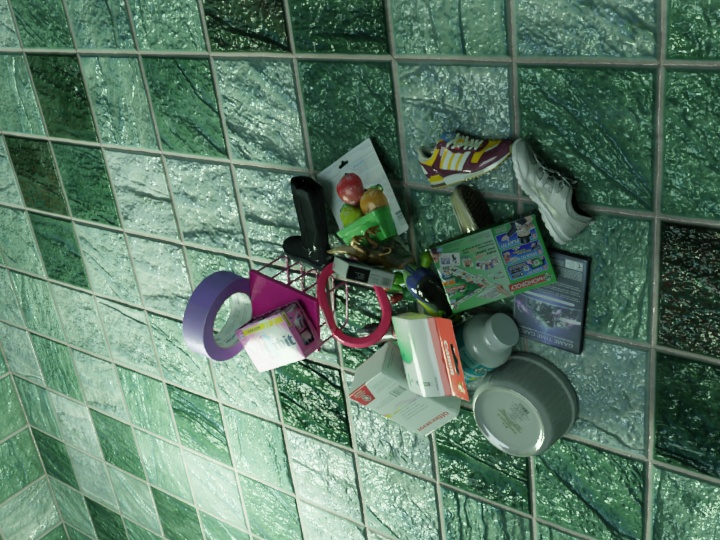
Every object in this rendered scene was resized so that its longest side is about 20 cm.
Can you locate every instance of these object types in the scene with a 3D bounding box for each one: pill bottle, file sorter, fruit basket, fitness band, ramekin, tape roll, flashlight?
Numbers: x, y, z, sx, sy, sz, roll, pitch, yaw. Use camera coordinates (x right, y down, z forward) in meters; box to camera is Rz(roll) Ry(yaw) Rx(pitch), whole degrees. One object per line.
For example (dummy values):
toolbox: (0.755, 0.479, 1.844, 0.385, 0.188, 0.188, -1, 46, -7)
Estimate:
pill bottle: (0.224, 0.156, 1.653, 0.111, 0.111, 0.200, 52, 138, 4)
file sorter: (-0.137, 0.066, 1.905, 0.200, 0.125, 0.139, 23, 129, 31)
fruit basket: (0.006, -0.144, 1.705, 0.185, 0.094, 0.200, -29, 78, 46)
fitness band: (-0.014, 0.067, 1.762, 0.037, 0.143, 0.200, 92, 160, -66)
ramekin: (0.317, 0.273, 1.650, 0.200, 0.105, 0.201, 21, 126, 31)
tape roll: (-0.315, 0.104, 1.903, 0.066, 0.200, 0.200, 20, 126, 27)
flashlight: (0.076, 0.138, 1.790, 0.200, 0.068, 0.068, -13, 104, 59)

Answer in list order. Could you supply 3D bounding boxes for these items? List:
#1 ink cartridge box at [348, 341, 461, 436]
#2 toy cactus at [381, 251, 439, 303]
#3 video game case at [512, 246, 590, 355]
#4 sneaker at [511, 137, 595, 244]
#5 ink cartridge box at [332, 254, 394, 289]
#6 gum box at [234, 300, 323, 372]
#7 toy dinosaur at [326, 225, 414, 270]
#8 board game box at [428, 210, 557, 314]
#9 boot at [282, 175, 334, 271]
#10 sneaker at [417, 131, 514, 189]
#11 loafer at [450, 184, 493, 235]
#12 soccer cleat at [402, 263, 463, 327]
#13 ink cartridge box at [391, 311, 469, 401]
ink cartridge box: (0.099, 0.259, 1.788, 0.200, 0.083, 0.146, 30, 138, -15)
toy cactus: (0.134, 0.042, 1.693, 0.200, 0.102, 0.165, -22, 108, 37)
video game case: (0.353, 0.051, 1.551, 0.143, 0.019, 0.200, 17, 125, 33)
sneaker: (0.332, -0.147, 1.430, 0.082, 0.075, 0.200, -29, 100, 31)
ink cartridge box: (0.000, 0.000, 1.676, 0.200, 0.094, 0.037, -143, 67, -77)
gum box: (-0.180, 0.148, 1.851, 0.200, 0.066, 0.114, -22, 101, 47)
toy dinosaur: (0.005, -0.036, 1.649, 0.200, 0.060, 0.106, 15, 138, 20)
board game box: (0.240, -0.013, 1.511, 0.200, 0.029, 0.135, -18, 104, 15)
boot: (-0.127, -0.111, 1.805, 0.165, 0.066, 0.200, 22, 137, 40)
sneaker: (0.185, -0.213, 1.501, 0.200, 0.075, 0.090, -18, 107, 44)
loafer: (0.215, -0.065, 1.560, 0.068, 0.076, 0.200, -22, 99, 38)
soccer cleat: (0.141, 0.050, 1.610, 0.084, 0.065, 0.200, 46, 177, 41)
ink cartridge box: (0.131, 0.167, 1.595, 0.200, 0.050, 0.161, -172, 68, -73)
